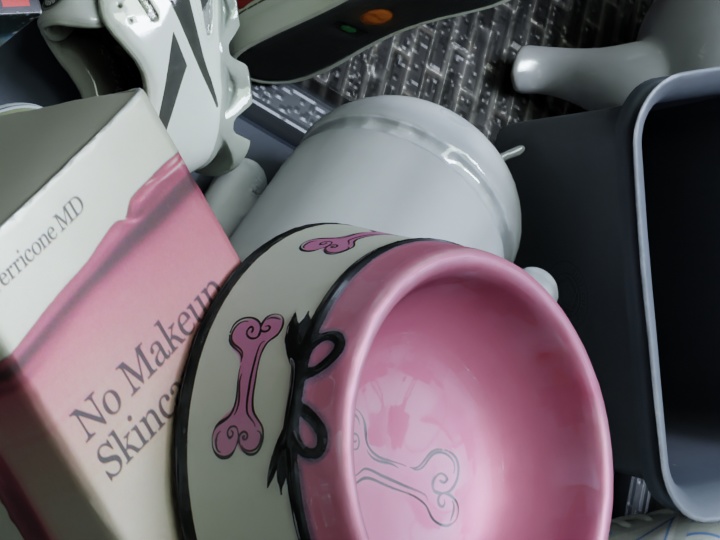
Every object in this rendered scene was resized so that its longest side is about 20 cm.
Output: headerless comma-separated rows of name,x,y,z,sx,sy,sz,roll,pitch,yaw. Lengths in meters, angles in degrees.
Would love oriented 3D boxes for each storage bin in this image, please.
storage bin,0.145,0.003,1.363,0.145,0.134,0.201,-10,99,-34

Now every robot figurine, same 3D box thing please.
robot figurine,0.000,0.000,1.301,0.169,0.113,0.200,23,51,14

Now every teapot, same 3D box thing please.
teapot,0.213,-0.099,1.493,0.197,0.146,0.200,-49,124,-10

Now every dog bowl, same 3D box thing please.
dog bowl,0.022,0.077,1.146,0.200,0.074,0.201,10,76,-47

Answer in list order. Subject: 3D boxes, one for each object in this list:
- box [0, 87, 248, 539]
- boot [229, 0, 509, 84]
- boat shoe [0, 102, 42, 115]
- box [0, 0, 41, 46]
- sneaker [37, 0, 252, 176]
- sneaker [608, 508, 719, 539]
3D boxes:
box,-0.107,0.049,1.143,0.128,0.109,0.200,-49,119,-39
boot,0.015,-0.185,1.343,0.072,0.200,0.145,25,54,-53
boat shoe,-0.172,-0.005,1.207,0.072,0.062,0.200,47,50,-11
box,-0.244,-0.086,1.140,0.200,0.137,0.038,-7,74,-39
sneaker,-0.104,-0.137,1.285,0.088,0.074,0.201,-11,90,-46
sneaker,0.124,0.137,1.363,0.087,0.075,0.200,46,49,-3
